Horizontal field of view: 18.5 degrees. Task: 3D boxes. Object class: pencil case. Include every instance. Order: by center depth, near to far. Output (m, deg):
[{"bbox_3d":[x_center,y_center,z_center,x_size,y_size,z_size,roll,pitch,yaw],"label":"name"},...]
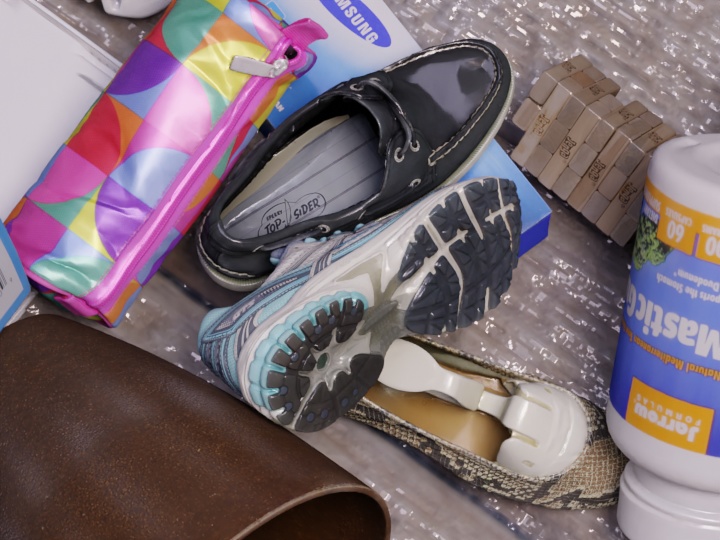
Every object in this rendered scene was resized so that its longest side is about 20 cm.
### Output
[{"bbox_3d":[-0.106,-0.066,1.160,0.088,0.088,0.200,37,90,11],"label":"pencil case"}]

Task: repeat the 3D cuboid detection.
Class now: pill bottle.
[{"bbox_3d":[0.183,0.042,1.105,0.111,0.112,0.201,9,110,3],"label":"pill bottle"}]

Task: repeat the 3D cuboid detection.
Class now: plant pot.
[{"bbox_3d":[-0.119,0.118,1.102,0.187,0.187,0.200,-42,62,-11],"label":"plant pot"}]

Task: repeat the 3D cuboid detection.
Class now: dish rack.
[{"bbox_3d":[-0.224,-0.068,1.218,0.171,0.044,0.200,35,75,11],"label":"dish rack"}]

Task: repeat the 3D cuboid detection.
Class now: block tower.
[{"bbox_3d":[0.172,-0.031,1.186,0.200,0.058,0.054,41,121,12],"label":"block tower"}]

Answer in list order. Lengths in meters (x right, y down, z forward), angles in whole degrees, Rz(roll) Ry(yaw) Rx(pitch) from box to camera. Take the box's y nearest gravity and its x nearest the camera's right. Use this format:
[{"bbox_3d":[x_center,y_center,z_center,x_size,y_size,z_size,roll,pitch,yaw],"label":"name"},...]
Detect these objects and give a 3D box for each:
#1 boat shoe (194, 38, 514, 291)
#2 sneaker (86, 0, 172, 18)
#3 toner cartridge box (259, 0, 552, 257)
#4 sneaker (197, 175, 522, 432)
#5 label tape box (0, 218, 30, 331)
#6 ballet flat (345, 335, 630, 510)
[{"bbox_3d":[-0.002,-0.065,1.157,0.199,0.066,0.075,-30,74,-7],"label":"boat shoe"},{"bbox_3d":[-0.186,-0.218,1.234,0.199,0.089,0.081,21,60,6],"label":"sneaker"},{"bbox_3d":[0.008,-0.075,1.217,0.095,0.043,0.200,-36,76,-10],"label":"toner cartridge box"},{"bbox_3d":[0.000,0.000,1.121,0.200,0.078,0.086,-32,37,-34],"label":"sneaker"},{"bbox_3d":[-0.288,0.021,1.110,0.199,0.066,0.144,12,50,26],"label":"label tape box"},{"bbox_3d":[0.054,0.071,1.155,0.199,0.075,0.068,22,73,7],"label":"ballet flat"}]
